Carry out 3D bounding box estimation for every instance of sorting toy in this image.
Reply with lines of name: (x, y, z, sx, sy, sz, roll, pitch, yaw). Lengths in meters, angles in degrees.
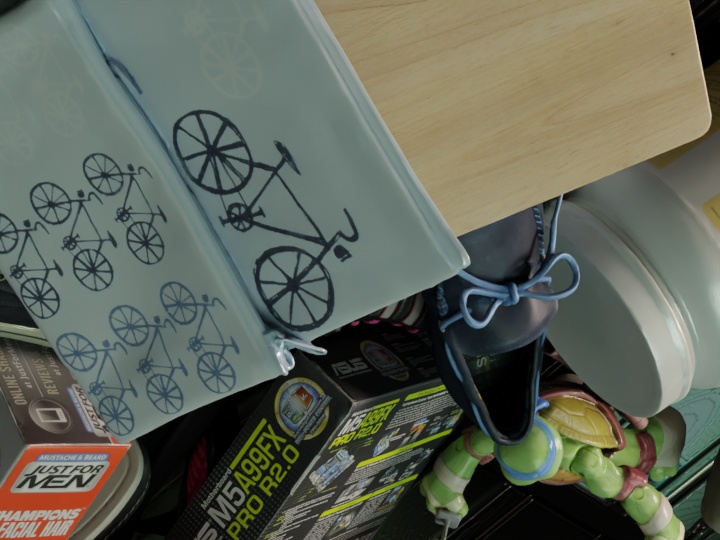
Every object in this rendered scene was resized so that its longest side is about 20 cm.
sorting toy: (0.027, -0.122, 0.805, 0.199, 0.070, 0.199, -22, 112, -16)

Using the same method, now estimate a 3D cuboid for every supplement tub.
supplement tub: (0.194, -0.028, 1.031, 0.200, 0.145, 0.146, -34, 147, -16)

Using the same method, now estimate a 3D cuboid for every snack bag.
snack bag: (-0.074, -0.038, 0.767, 0.200, 0.189, 0.021, -24, -166, 31)

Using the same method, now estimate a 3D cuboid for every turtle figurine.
turtle figurine: (0.118, 0.139, 1.157, 0.143, 0.201, 0.194, -18, 180, 26)

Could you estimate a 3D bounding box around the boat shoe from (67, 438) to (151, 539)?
boat shoe: (-0.182, 0.151, 1.038, 0.200, 0.074, 0.060, -40, 145, 15)

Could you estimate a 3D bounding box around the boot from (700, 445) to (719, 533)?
boot: (0.280, 0.053, 1.204, 0.182, 0.072, 0.201, -21, 122, -52)

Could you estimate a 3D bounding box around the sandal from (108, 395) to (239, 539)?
sandal: (-0.087, 0.102, 1.050, 0.045, 0.075, 0.200, 33, 115, -6)

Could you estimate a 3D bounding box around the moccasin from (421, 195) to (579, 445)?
moccasin: (0.071, 0.011, 0.940, 0.080, 0.068, 0.200, -23, 142, -5)

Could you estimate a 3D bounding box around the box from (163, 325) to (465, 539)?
box: (-0.015, 0.105, 1.072, 0.160, 0.044, 0.200, -55, 161, 21)

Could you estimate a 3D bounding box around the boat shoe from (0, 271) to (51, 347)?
boat shoe: (-0.128, -0.005, 0.891, 0.199, 0.075, 0.062, 8, 135, -38)

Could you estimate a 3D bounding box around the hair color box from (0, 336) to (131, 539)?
hair color box: (-0.201, 0.112, 0.941, 0.064, 0.111, 0.200, 5, 131, -43)

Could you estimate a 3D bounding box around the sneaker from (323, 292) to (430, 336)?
sneaker: (0.000, 0.000, 1.001, 0.087, 0.074, 0.200, -38, 141, 7)
